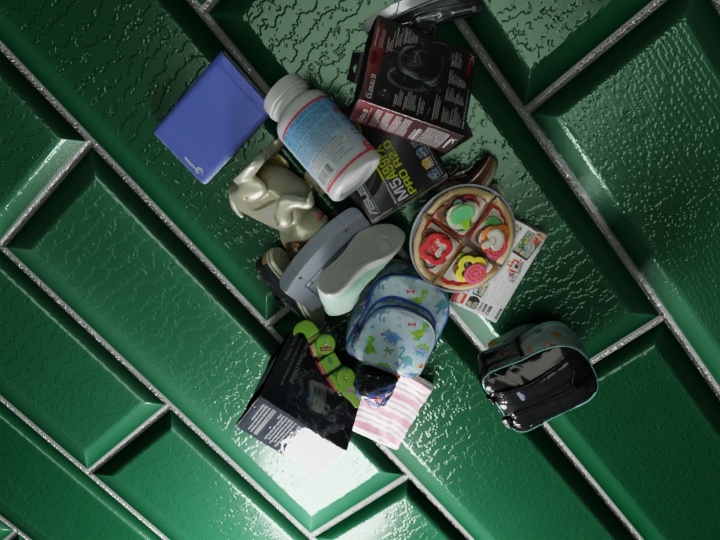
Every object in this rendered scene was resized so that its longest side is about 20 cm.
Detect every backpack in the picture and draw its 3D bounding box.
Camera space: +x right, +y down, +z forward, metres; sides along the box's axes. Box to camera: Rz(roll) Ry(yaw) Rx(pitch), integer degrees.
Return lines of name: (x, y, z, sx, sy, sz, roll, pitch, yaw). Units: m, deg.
backpack: (0.349, 0.196, 1.021, 0.198, 0.154, 0.177, -28, 109, 25)
backpack: (0.077, 0.095, 1.012, 0.180, 0.147, 0.203, 21, 109, -7)

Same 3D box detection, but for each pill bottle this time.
pill bottle: (-0.067, -0.223, 0.866, 0.109, 0.109, 0.201, -42, 85, 19)

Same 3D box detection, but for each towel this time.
towel: (0.058, 0.301, 1.157, 0.144, 0.030, 0.202, 24, 112, -4)

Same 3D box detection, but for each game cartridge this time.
game cartridge: (-0.055, -0.020, 0.971, 0.200, 0.133, 0.041, -45, 60, 0)

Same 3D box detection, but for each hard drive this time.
hard drive: (-0.270, -0.276, 0.961, 0.199, 0.025, 0.132, -40, 103, 18)

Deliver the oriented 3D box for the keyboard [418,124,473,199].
keyboard: (0.113, -0.196, 0.942, 0.198, 0.021, 0.129, -30, 79, 17)

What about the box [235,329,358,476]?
box: (-0.112, 0.264, 1.057, 0.198, 0.198, 0.118, 34, 124, -9)

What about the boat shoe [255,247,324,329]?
boat shoe: (-0.138, 0.042, 1.048, 0.061, 0.075, 0.201, -21, 119, 28)

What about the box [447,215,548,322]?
box: (0.263, -0.008, 1.012, 0.108, 0.035, 0.202, 24, 112, -4)

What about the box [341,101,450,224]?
box: (0.043, -0.209, 0.919, 0.158, 0.044, 0.202, -29, 89, 15)

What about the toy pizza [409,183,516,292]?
toy pizza: (0.184, -0.051, 0.920, 0.196, 0.032, 0.204, -3, 113, -7)

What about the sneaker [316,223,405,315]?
sneaker: (-0.001, 0.000, 0.965, 0.199, 0.119, 0.074, -39, 68, -20)

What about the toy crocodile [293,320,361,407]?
toy crocodile: (-0.061, 0.182, 1.019, 0.061, 0.067, 0.202, -32, 95, -11)

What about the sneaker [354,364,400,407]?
sneaker: (0.034, 0.230, 1.009, 0.074, 0.200, 0.080, 18, 89, 19)

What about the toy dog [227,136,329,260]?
toy dog: (-0.141, -0.111, 0.957, 0.193, 0.140, 0.200, -37, 105, 27)

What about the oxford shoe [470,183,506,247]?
oxford shoe: (0.202, -0.070, 0.970, 0.057, 0.076, 0.202, 13, 120, -34)

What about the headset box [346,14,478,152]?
headset box: (0.076, -0.299, 0.839, 0.196, 0.077, 0.152, 14, 77, -12)

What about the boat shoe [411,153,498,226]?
boat shoe: (0.170, -0.134, 0.952, 0.071, 0.076, 0.201, 37, 108, -6)

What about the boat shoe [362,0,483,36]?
boat shoe: (0.103, -0.413, 0.852, 0.196, 0.072, 0.069, -18, 108, 4)
